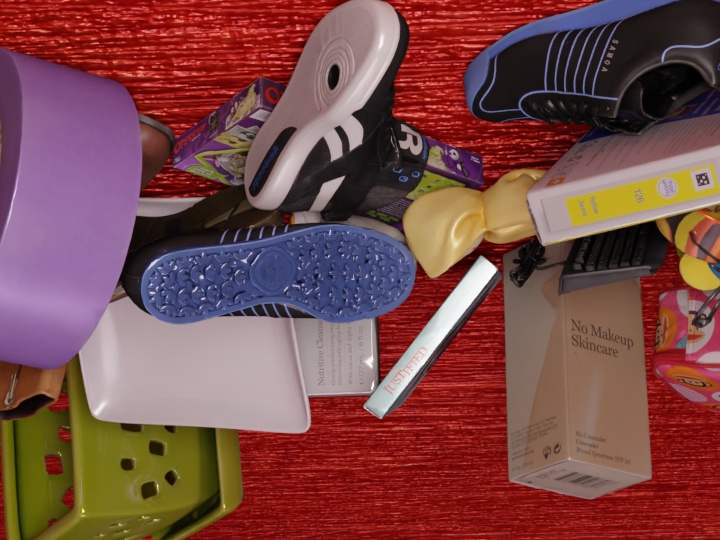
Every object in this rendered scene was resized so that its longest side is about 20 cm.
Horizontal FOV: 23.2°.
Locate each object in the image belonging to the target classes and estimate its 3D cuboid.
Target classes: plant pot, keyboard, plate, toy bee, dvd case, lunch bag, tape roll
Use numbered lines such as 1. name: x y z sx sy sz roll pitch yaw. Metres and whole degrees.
1. plant pot: -0.223 0.163 1.659 0.181 0.200 0.200 5 157 -29
2. keyboard: 0.169 -0.014 1.322 0.126 0.021 0.200 -13 -172 14
3. plate: -0.137 0.029 1.382 0.199 0.201 0.032 1 -157 21
4. toy bee: 0.252 -0.043 1.212 0.131 0.109 0.200 -55 158 15
5. dvd case: 0.061 0.053 1.402 0.022 0.146 0.200 38 -179 6
6. lunch bag: 0.347 0.070 1.414 0.199 0.082 0.176 0 160 30
7. tape roll: -0.226 -0.040 1.160 0.085 0.201 0.200 13 154 -30

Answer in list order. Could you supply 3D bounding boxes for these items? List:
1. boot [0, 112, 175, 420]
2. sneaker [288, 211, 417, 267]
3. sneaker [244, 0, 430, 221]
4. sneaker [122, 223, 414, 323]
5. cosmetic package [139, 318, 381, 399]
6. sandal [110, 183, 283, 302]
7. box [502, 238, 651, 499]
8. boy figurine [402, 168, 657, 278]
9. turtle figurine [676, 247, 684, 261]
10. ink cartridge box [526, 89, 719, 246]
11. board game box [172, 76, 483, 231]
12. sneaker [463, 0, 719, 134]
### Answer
1. boot: -0.208 -0.003 1.241 0.068 0.201 0.188 31 145 -32
2. sneaker: 0.000 0.000 1.335 0.091 0.076 0.200 8 174 9
3. sneaker: 0.009 -0.105 1.165 0.111 0.073 0.200 6 148 -28
4. sneaker: -0.065 -0.002 1.205 0.199 0.071 0.078 -1 -169 -23
5. cosmetic package: -0.084 0.053 1.478 0.199 0.113 0.081 -4 174 3
6. sandal: -0.142 -0.009 1.309 0.199 0.082 0.055 -19 130 15
7. box: 0.175 0.075 1.432 0.095 0.201 0.078 14 154 -32
8. boy figurine: 0.131 -0.043 1.271 0.199 0.065 0.124 -13 179 -7
9. turtle figurine: 0.337 -0.005 1.419 0.199 0.065 0.161 -7 153 38
10. ink cartridge box: 0.228 -0.083 1.121 0.199 0.047 0.198 -11 -166 27
11. board game box: -0.023 -0.079 1.289 0.199 0.032 0.120 17 148 -33
12. sneaker: 0.149 -0.121 1.126 0.199 0.078 0.070 -20 150 38
